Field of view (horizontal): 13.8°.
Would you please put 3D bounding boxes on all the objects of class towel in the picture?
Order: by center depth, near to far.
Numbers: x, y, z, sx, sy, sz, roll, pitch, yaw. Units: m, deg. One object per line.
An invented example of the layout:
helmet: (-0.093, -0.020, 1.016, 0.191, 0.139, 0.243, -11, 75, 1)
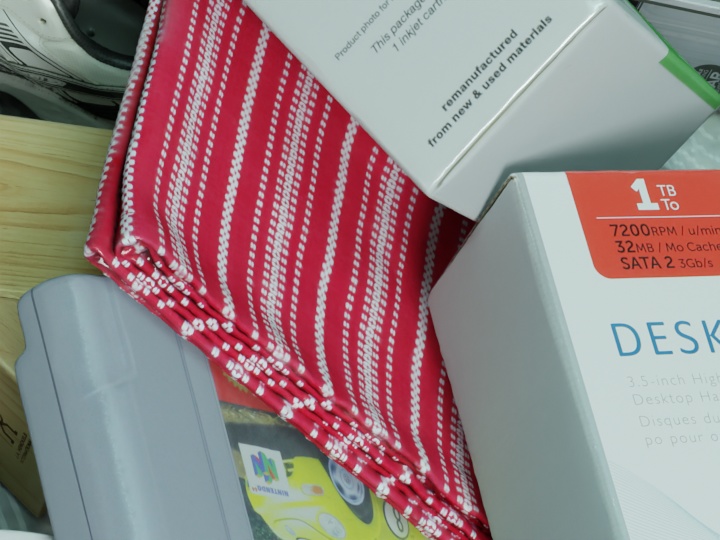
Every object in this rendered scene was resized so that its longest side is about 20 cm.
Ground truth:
towel: (0.000, 0.000, 0.955, 0.200, 0.022, 0.145, 40, 38, -27)

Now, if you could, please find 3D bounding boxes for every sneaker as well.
sneaker: (-0.124, -0.102, 1.020, 0.199, 0.088, 0.076, 17, 59, -6)

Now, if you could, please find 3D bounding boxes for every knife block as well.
knife block: (-0.125, -0.018, 0.983, 0.176, 0.064, 0.200, 46, 58, 10)

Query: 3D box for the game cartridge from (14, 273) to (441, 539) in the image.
game cartridge: (-0.017, 0.079, 0.922, 0.199, 0.041, 0.134, 15, 55, -49)

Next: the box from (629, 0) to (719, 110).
box: (0.110, -0.129, 1.128, 0.199, 0.060, 0.117, 11, 58, -11)

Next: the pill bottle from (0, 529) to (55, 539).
pill bottle: (-0.106, 0.181, 0.845, 0.110, 0.111, 0.201, 4, 60, -16)

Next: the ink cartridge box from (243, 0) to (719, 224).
ink cartridge box: (0.010, -0.107, 0.981, 0.084, 0.146, 0.200, -46, 68, 9)

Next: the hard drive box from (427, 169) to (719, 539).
hard drive box: (0.124, 0.073, 0.914, 0.155, 0.077, 0.201, -2, 60, -24)
